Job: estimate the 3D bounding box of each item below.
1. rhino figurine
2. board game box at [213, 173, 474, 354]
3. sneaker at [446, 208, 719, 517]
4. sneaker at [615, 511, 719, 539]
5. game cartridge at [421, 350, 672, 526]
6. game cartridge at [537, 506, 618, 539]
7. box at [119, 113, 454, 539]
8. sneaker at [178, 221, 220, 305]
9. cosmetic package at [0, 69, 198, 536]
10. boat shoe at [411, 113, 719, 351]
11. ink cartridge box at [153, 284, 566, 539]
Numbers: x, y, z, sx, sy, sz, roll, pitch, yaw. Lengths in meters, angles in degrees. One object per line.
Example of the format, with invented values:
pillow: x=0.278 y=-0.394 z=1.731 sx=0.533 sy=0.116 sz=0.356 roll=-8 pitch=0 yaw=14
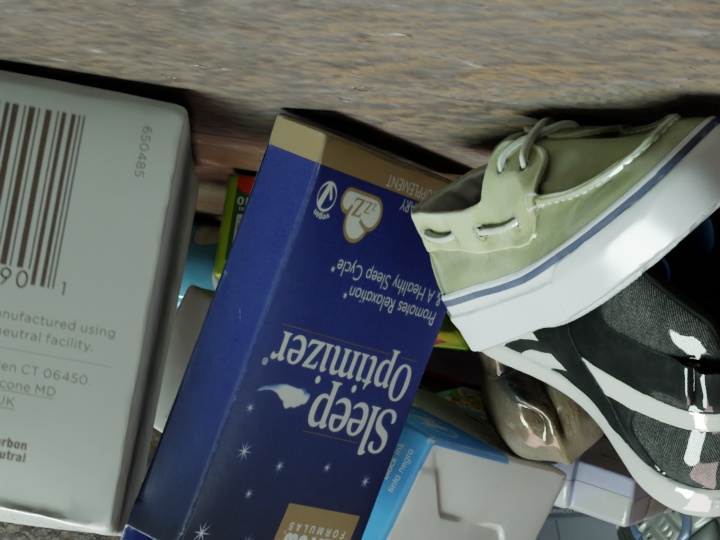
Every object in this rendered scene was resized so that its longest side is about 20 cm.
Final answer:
rhino figurine: x=0.087 y=0.038 z=1.245 sx=0.059 sy=0.088 sz=0.200 roll=-22 pitch=-178 yaw=11
board game box: x=0.000 y=0.000 z=1.275 sx=0.101 sy=0.048 sz=0.200 roll=7 pitch=173 yaw=8
sneaker: x=0.099 y=-0.003 z=1.078 sx=0.073 sy=0.112 sz=0.200 roll=-22 pitch=-136 yaw=-27
sneaker: x=0.161 y=0.101 z=1.462 sx=0.087 sy=0.075 sz=0.200 roll=13 pitch=-147 yaw=-34
game cartridge: x=0.079 y=0.077 z=1.364 sx=0.199 sy=0.039 sz=0.129 roll=17 pitch=-170 yaw=31
game cartridge: x=0.156 y=0.112 z=1.512 sx=0.198 sy=0.134 sz=0.041 roll=0 pitch=144 yaw=-10
box: x=-0.024 y=0.049 z=1.064 sx=0.032 sy=0.201 sz=0.121 roll=23 pitch=-177 yaw=35
sneaker: x=-0.075 y=0.020 z=1.427 sx=0.080 sy=0.077 sz=0.200 roll=4 pitch=174 yaw=18
cosmetic package: x=-0.159 y=0.014 z=1.094 sx=0.164 sy=0.166 sz=0.200 roll=10 pitch=173 yaw=-1
boat shoe: x=0.068 y=-0.020 z=0.952 sx=0.062 sy=0.072 sz=0.200 roll=52 pitch=153 yaw=-2
ink cartridge box: x=-0.020 y=0.069 z=1.235 sx=0.199 sy=0.068 sz=0.116 roll=30 pitch=-174 yaw=37
